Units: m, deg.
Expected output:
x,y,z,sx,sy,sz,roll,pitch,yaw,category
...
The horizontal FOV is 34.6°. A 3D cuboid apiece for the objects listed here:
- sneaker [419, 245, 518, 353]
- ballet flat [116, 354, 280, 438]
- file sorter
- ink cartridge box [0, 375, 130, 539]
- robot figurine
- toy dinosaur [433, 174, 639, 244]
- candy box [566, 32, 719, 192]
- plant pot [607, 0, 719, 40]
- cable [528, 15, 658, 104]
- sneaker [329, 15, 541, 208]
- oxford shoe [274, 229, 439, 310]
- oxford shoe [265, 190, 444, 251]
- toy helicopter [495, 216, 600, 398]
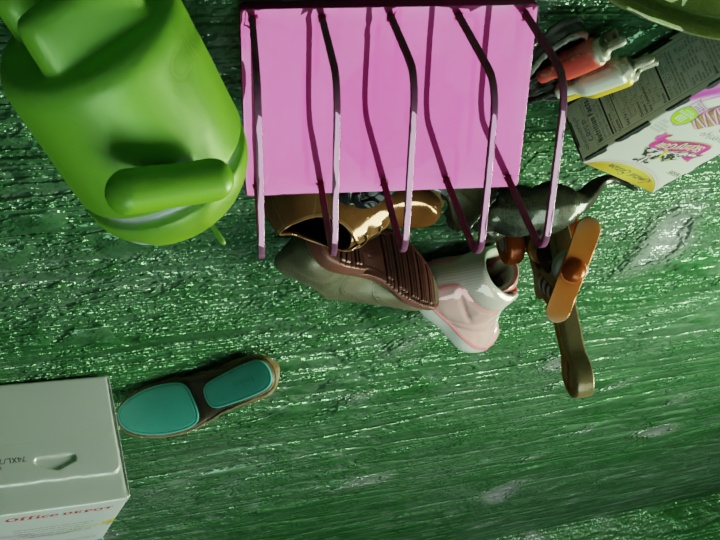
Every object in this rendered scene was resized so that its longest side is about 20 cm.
x,y,z,sx,sy,sz,roll,pitch,yaw,category
0.138,0.032,1.266,0.104,0.076,0.200,-19,153,21,sneaker
-0.185,0.146,1.358,0.199,0.068,0.072,-22,176,6,ballet flat
0.024,-0.088,0.755,0.199,0.126,0.140,-2,123,-6,file sorter
-0.360,0.228,1.305,0.146,0.147,0.200,-3,154,-26,ink cartridge box
-0.140,-0.098,0.706,0.116,0.175,0.200,-38,138,-12,robot figurine
0.149,-0.054,1.029,0.199,0.077,0.102,6,-173,0,toy dinosaur
0.290,-0.148,0.973,0.200,0.061,0.136,-31,153,33,candy box
0.176,-0.249,0.552,0.199,0.201,0.190,-1,140,-30,plant pot
0.131,-0.136,0.912,0.199,0.051,0.097,-29,156,29,cable
0.045,-0.136,0.851,0.200,0.079,0.074,-41,113,20,sneaker
0.000,0.000,1.128,0.075,0.071,0.200,-26,145,33,oxford shoe
-0.003,-0.047,1.008,0.199,0.072,0.071,1,151,-37,oxford shoe
0.201,0.024,1.130,0.078,0.201,0.132,-10,174,-11,toy helicopter
